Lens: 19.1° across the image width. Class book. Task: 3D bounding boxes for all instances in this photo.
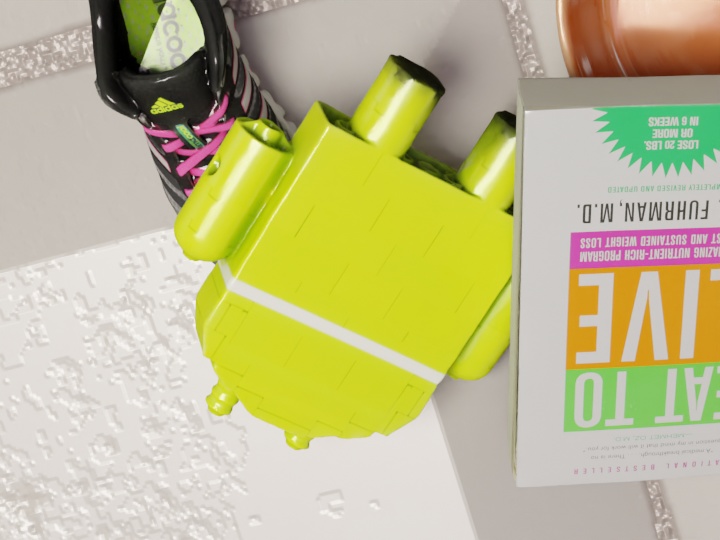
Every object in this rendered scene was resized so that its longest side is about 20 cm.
[{"bbox_3d":[0.137,0.005,0.992,0.133,0.048,0.200,-2,121,0],"label":"book"}]

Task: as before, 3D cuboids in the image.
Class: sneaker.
[{"bbox_3d":[-0.082,-0.079,1.016,0.074,0.087,0.200,-16,103,16],"label":"sneaker"}]

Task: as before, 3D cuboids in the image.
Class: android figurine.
[{"bbox_3d":[0.000,0.000,1.016,0.182,0.041,0.200,23,111,-23],"label":"android figurine"}]

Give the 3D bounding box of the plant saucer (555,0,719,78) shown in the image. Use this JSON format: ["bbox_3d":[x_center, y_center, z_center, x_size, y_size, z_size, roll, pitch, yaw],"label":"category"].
[{"bbox_3d":[0.190,-0.124,0.976,0.200,0.032,0.201,3,108,10],"label":"plant saucer"}]
